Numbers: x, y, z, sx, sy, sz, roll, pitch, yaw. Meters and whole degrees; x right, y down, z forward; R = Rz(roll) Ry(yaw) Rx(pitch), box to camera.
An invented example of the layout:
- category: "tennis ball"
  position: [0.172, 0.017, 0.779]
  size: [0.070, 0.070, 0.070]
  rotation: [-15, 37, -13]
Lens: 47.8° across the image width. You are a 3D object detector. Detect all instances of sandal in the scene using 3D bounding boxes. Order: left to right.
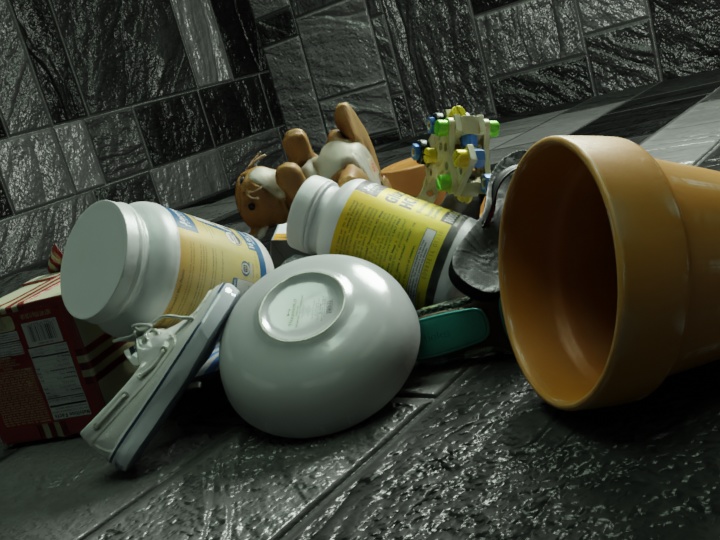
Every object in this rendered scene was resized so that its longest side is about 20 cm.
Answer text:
- category: "sandal"
  position: [0.147, -0.053, 0.775]
  size: [0.075, 0.048, 0.201]
  rotation: [25, 52, 6]

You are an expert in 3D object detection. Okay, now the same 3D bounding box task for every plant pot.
- category: "plant pot"
  position: [0.112, -0.107, 1.273]
  size: [0.198, 0.142, 0.200]
  rotation: [-16, 12, 3]
- category: "plant pot"
  position: [0.227, -0.003, 0.625]
  size: [0.181, 0.203, 0.200]
  rotation: [-3, 10, -13]

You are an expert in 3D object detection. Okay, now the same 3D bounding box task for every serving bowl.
- category: "serving bowl"
  position: [-0.046, 0.054, 0.762]
  size: [0.197, 0.066, 0.202]
  rotation: [-9, 45, 9]

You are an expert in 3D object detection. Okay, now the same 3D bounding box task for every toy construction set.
- category: "toy construction set"
  position: [0.098, -0.109, 0.936]
  size: [0.091, 0.133, 0.200]
  rotation: [3, -22, -28]

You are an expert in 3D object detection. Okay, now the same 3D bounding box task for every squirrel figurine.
- category: "squirrel figurine"
  position: [-0.059, -0.090, 1.053]
  size: [0.185, 0.143, 0.200]
  rotation: [-20, -32, 18]

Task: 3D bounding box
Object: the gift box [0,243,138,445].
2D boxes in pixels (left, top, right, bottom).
- category: "gift box"
  position: [-0.334, 0.072, 0.972]
  size: [0.182, 0.203, 0.187]
  rotation: [-7, 14, 17]

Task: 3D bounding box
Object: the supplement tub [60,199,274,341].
- category: "supplement tub"
  position: [-0.206, 0.009, 0.887]
  size: [0.143, 0.147, 0.199]
  rotation: [-6, -16, 39]

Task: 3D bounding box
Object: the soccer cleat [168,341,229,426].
- category: "soccer cleat"
  position: [-0.120, 0.095, 0.854]
  size: [0.198, 0.070, 0.087]
  rotation: [-18, 30, 3]

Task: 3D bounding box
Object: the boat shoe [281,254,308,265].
- category: "boat shoe"
  position: [0.000, 0.000, 0.971]
  size: [0.198, 0.073, 0.070]
  rotation: [14, 12, 17]

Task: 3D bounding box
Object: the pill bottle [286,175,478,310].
- category: "pill bottle"
  position: [0.025, -0.031, 0.878]
  size: [0.198, 0.114, 0.112]
  rotation: [21, 26, 16]

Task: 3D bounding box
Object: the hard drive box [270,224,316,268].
- category: "hard drive box"
  position: [-0.049, -0.025, 1.189]
  size: [0.154, 0.078, 0.200]
  rotation: [1, 13, -3]

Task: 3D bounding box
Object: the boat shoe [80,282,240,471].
- category: "boat shoe"
  position: [-0.201, 0.084, 0.786]
  size: [0.203, 0.086, 0.075]
  rotation: [-57, 0, -13]

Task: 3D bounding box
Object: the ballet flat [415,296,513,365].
- category: "ballet flat"
  position: [0.137, 0.046, 0.779]
  size: [0.197, 0.075, 0.074]
  rotation: [-8, 15, 22]

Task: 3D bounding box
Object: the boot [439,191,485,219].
- category: "boot"
  position: [0.114, -0.028, 1.060]
  size: [0.069, 0.201, 0.133]
  rotation: [15, 66, 13]
